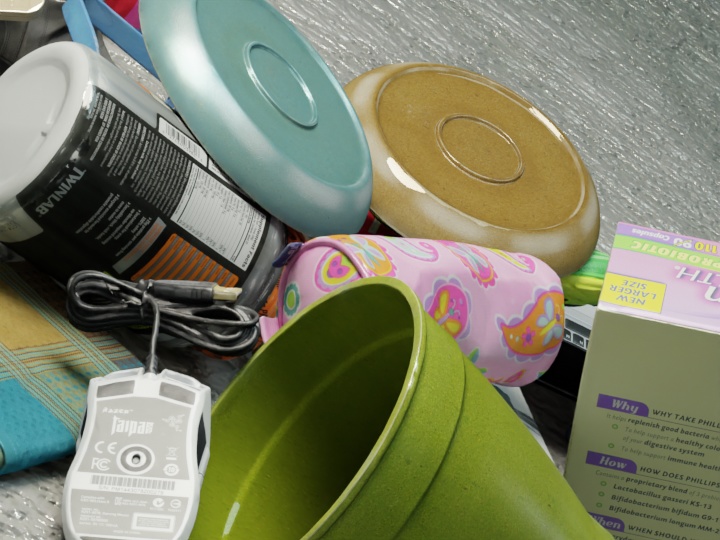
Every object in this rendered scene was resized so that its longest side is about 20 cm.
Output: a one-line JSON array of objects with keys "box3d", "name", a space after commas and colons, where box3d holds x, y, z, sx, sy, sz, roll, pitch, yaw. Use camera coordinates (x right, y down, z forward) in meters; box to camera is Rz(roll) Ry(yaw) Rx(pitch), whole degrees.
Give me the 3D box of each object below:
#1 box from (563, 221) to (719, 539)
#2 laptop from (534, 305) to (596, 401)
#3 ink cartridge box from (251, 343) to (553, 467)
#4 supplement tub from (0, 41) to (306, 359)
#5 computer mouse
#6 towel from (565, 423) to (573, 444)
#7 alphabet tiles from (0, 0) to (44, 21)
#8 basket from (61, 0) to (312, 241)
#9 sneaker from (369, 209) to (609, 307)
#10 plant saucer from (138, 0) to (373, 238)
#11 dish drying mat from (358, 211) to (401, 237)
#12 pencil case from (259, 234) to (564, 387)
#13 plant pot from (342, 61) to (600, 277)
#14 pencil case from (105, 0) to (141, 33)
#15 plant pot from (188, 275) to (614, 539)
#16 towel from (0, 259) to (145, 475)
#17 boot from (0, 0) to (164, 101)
[{"box3d": [0.222, 0.091, 1.696, 0.175, 0.200, 0.097, 12, 37, 7], "name": "box"}, {"box3d": [0.185, 0.043, 1.937, 0.187, 0.116, 0.200, 26, 42, -20], "name": "laptop"}, {"box3d": [0.030, 0.100, 1.644, 0.146, 0.086, 0.200, 24, 22, -26], "name": "ink cartridge box"}, {"box3d": [-0.131, -0.035, 1.611, 0.200, 0.123, 0.123, 37, 16, -35], "name": "supplement tub"}, {"box3d": [-0.117, 0.086, 1.451, 0.109, 0.044, 0.200, 6, 49, 2], "name": "computer mouse"}, {"box3d": [0.215, 0.166, 1.830, 0.111, 0.049, 0.200, 22, 24, -32], "name": "towel"}, {"box3d": [-0.299, -0.203, 1.735, 0.199, 0.015, 0.196, 2, 59, -8], "name": "alphabet tiles"}, {"box3d": [-0.107, -0.089, 1.766, 0.200, 0.139, 0.176, 34, 19, -29], "name": "basket"}, {"box3d": [0.097, -0.037, 1.851, 0.200, 0.084, 0.074, 26, -4, 17], "name": "sneaker"}, {"box3d": [-0.056, -0.107, 1.668, 0.200, 0.027, 0.200, 43, 24, -24], "name": "plant saucer"}, {"box3d": [-0.033, -0.061, 1.942, 0.077, 0.018, 0.200, 17, 18, -45], "name": "dish drying mat"}, {"box3d": [0.033, 0.026, 1.581, 0.200, 0.088, 0.087, 2, 38, -50], "name": "pencil case"}, {"box3d": [0.074, -0.073, 1.807, 0.200, 0.028, 0.200, 18, 39, -15], "name": "plant pot"}, {"box3d": [-0.197, -0.226, 2.010, 0.200, 0.088, 0.088, 16, 28, -42], "name": "pencil case"}, {"box3d": [0.029, 0.139, 1.443, 0.193, 0.200, 0.200, 39, 18, -24], "name": "plant pot"}, {"box3d": [-0.192, 0.050, 1.509, 0.147, 0.022, 0.200, 43, 20, 18], "name": "towel"}, {"box3d": [-0.184, -0.168, 1.832, 0.200, 0.132, 0.070, 26, 21, -23], "name": "boot"}]
